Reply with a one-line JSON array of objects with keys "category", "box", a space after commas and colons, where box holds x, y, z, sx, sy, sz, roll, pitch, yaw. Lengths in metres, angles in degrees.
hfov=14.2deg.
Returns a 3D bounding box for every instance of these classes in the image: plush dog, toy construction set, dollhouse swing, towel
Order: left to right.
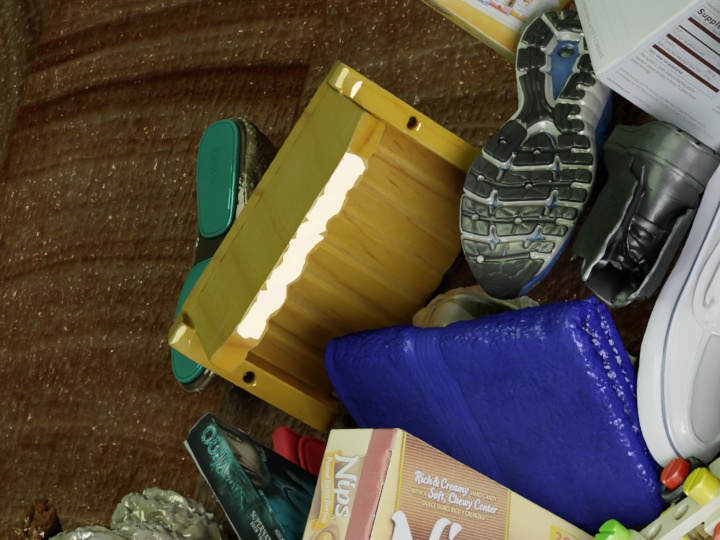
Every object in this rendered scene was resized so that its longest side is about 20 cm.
[{"category": "plush dog", "box": [-0.132, 0.208, 1.784, 0.200, 0.172, 0.161, 11, 76, 48]}, {"category": "dollhouse swing", "box": [0.000, 0.000, 1.737, 0.200, 0.182, 0.176, -57, 27, 3]}, {"category": "towel", "box": [0.085, 0.086, 1.671, 0.200, 0.148, 0.050, -10, 26, 44]}, {"category": "toy construction set", "box": [0.203, 0.143, 1.531, 0.200, 0.092, 0.131, -26, 25, 25]}]

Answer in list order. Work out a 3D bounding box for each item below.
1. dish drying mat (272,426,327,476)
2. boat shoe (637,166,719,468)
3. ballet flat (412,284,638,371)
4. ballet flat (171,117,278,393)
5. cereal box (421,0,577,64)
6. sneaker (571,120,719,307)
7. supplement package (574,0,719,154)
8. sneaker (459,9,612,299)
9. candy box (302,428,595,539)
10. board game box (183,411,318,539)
[{"category": "dish drying mat", "box": [-0.005, 0.181, 1.740, 0.018, 0.077, 0.200, -38, 44, 21]}, {"category": "boat shoe", "box": [0.212, 0.017, 1.613, 0.065, 0.073, 0.201, -2, 67, 51]}, {"category": "ballet flat", "box": [0.085, 0.040, 1.741, 0.200, 0.072, 0.072, 14, 78, 50]}, {"category": "ballet flat", "box": [-0.081, -0.006, 1.944, 0.070, 0.065, 0.201, -11, 62, 42]}, {"category": "cereal box", "box": [0.125, -0.231, 1.800, 0.039, 0.144, 0.200, 28, 88, 52]}, {"category": "sneaker", "box": [0.153, -0.028, 1.642, 0.104, 0.060, 0.200, -60, 2, -4]}, {"category": "supplement package", "box": [0.233, -0.204, 1.665, 0.200, 0.147, 0.192, -37, 44, 27]}, {"category": "sneaker", "box": [0.117, -0.059, 1.749, 0.078, 0.089, 0.200, 10, 55, 19]}, {"category": "candy box", "box": [0.053, 0.174, 1.587, 0.055, 0.200, 0.116, -5, 63, 44]}, {"category": "board game box", "box": [-0.006, 0.166, 1.654, 0.028, 0.200, 0.135, -47, 42, 10]}]
